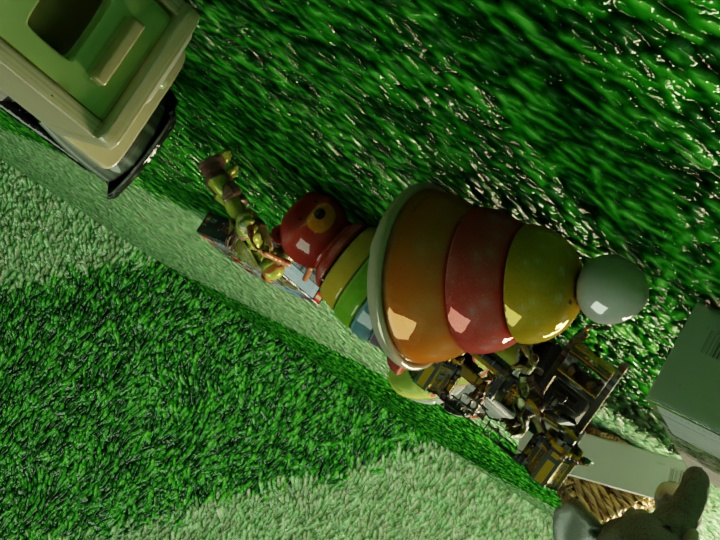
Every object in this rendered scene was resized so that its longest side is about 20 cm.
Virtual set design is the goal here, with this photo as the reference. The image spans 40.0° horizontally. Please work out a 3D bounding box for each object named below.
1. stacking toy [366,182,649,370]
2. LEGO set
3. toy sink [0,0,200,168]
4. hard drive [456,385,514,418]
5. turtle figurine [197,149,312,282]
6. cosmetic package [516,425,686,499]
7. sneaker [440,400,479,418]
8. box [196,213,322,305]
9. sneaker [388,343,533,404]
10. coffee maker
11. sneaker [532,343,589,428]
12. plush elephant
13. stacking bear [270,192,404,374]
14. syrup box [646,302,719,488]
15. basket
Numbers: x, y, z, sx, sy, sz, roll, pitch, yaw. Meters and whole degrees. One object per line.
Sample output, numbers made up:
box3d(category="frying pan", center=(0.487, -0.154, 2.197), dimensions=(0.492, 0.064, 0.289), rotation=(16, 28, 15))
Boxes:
box3d(category="stacking toy", center=(0.115, 0.012, 0.738), dimensions=(0.197, 0.148, 0.146), rotation=(6, 156, 34))
box3d(category="LEGO set", center=(0.151, 0.087, 0.892), dimensions=(0.199, 0.117, 0.153), rotation=(40, -161, 24))
box3d(category="toy sink", center=(-0.211, -0.177, 0.761), dimensions=(0.111, 0.131, 0.200), rotation=(19, 162, 48))
box3d(category="hard drive", center=(0.120, 0.131, 1.264), dimensions=(0.138, 0.033, 0.200), rotation=(22, 166, 44))
box3d(category="turtle figurine", center=(-0.124, -0.047, 1.119), dimensions=(0.163, 0.064, 0.200), rotation=(59, -172, 15))
box3d(category="cosmetic package", center=(0.281, 0.218, 1.127), dimensions=(0.197, 0.053, 0.151), rotation=(13, 176, 15))
box3d(category="sneaker", center=(0.159, 0.178, 1.468), dimensions=(0.084, 0.078, 0.200), rotation=(23, 179, -15))
box3d(category="box", center=(-0.153, -0.019, 1.539), dimensions=(0.199, 0.038, 0.136), rotation=(20, 164, 49))
box3d(category="sneaker", center=(0.092, 0.097, 1.096), dimensions=(0.089, 0.080, 0.199), rotation=(13, 155, -39))
box3d(category="coffee maker", center=(-0.294, -0.184, 0.961), dimensions=(0.199, 0.136, 0.191), rotation=(39, 168, -27))
box3d(category="sneaker", center=(0.227, 0.133, 1.077), dimensions=(0.114, 0.077, 0.200), rotation=(27, 180, -18))
box3d(category="plush elephant", center=(0.242, 0.227, 0.771), dimensions=(0.164, 0.200, 0.156), rotation=(28, 154, 50))
box3d(category="stacking bear", center=(0.000, 0.000, 1.023), dimensions=(0.199, 0.122, 0.114), rotation=(41, 163, 8))
box3d(category="syrup box", center=(0.283, 0.109, 0.735), dimensions=(0.078, 0.082, 0.200), rotation=(26, 170, 36))
box3d(category="basket", center=(0.340, 0.274, 1.355), dimensions=(0.144, 0.147, 0.200), rotation=(63, -179, 22))
